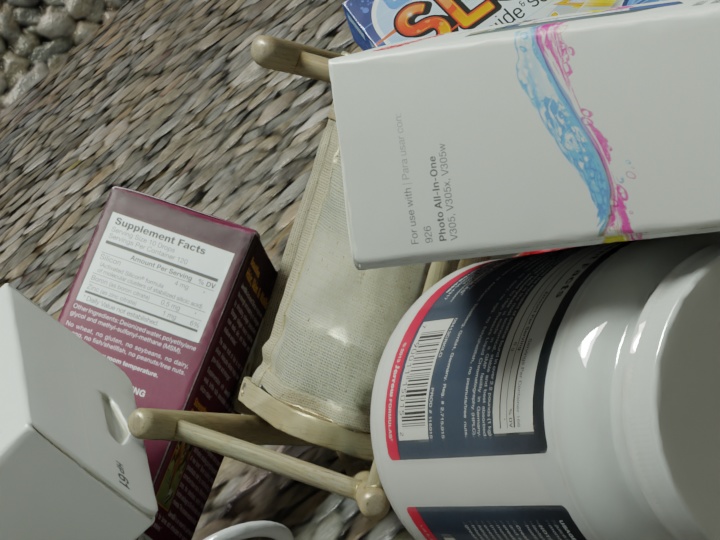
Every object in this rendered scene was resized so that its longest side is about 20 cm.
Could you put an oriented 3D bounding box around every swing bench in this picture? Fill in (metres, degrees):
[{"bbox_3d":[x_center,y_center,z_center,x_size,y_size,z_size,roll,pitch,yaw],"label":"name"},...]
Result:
[{"bbox_3d":[0.000,0.000,1.279,0.200,0.130,0.199,-7,-66,-77],"label":"swing bench"}]

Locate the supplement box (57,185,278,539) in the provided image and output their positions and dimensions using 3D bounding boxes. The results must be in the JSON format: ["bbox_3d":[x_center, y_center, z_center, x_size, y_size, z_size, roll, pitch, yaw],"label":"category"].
[{"bbox_3d":[-0.118,0.071,1.373,0.110,0.085,0.200,64,-134,-72],"label":"supplement box"}]

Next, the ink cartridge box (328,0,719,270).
[{"bbox_3d":[0.103,-0.058,1.002,0.200,0.088,0.145,-8,5,17],"label":"ink cartridge box"}]

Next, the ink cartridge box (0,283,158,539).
[{"bbox_3d":[-0.198,0.122,1.223,0.200,0.085,0.145,-43,28,10],"label":"ink cartridge box"}]

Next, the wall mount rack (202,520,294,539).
[{"bbox_3d":[-0.113,0.187,1.164,0.200,0.174,0.075,-37,60,12],"label":"wall mount rack"}]

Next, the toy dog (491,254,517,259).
[{"bbox_3d":[0.057,-0.039,1.473,0.200,0.096,0.132,-44,17,-12],"label":"toy dog"}]

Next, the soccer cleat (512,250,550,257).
[{"bbox_3d":[0.095,0.013,1.296,0.068,0.073,0.200,-32,18,23],"label":"soccer cleat"}]

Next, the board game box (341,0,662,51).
[{"bbox_3d":[0.111,-0.118,1.150,0.200,0.135,0.034,-34,-28,-6],"label":"board game box"}]

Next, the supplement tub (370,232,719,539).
[{"bbox_3d":[0.107,0.057,1.040,0.140,0.140,0.200,-48,19,-24],"label":"supplement tub"}]
